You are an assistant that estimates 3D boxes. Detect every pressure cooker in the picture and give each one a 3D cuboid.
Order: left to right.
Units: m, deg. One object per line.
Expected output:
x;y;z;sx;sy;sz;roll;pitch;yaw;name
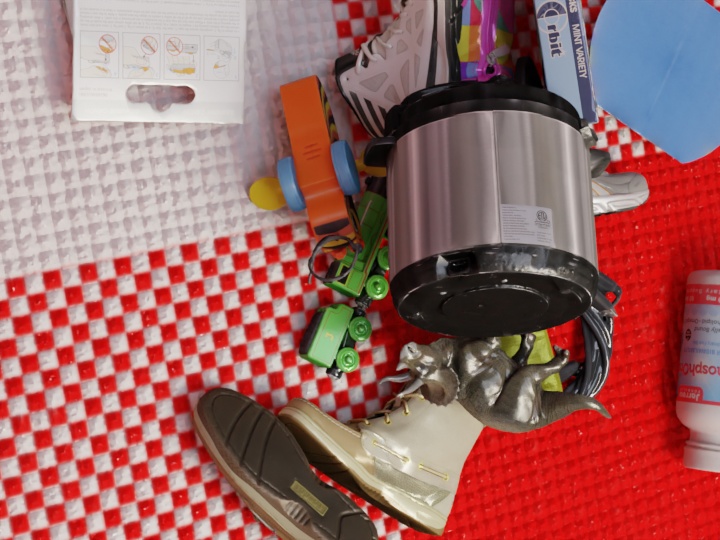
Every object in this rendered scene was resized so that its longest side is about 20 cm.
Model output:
0.108;-0.062;1.161;0.175;0.177;0.203;23;58;-49;pressure cooker

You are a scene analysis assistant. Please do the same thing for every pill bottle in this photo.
0.382;0.105;1.461;0.107;0.108;0.203;8;85;-29;pill bottle

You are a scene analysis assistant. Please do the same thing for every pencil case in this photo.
0.109;-0.260;1.320;0.087;0.088;0.203;2;87;-29;pencil case

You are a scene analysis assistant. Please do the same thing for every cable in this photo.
0.168;0.052;1.377;0.199;0.051;0.165;29;83;-33;cable

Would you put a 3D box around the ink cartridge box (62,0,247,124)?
-0.174;-0.227;1.192;0.160;0.050;0.203;-3;100;-30;ink cartridge box

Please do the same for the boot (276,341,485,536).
0.029;0.128;1.286;0.199;0.072;0.156;37;71;-25;boot

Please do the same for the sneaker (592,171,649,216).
0.198;-0.095;1.380;0.198;0.075;0.093;-7;89;-30;sneaker

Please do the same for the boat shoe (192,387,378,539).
-0.077;0.191;1.225;0.200;0.076;0.072;47;48;2;boat shoe

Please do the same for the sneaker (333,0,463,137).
0.030;-0.204;1.243;0.114;0.076;0.203;4;113;11;sneaker

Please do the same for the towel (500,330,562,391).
0.122;0.024;1.297;0.085;0.018;0.203;-14;84;-10;towel

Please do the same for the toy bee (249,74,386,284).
-0.035;-0.061;1.234;0.109;0.129;0.202;61;37;-59;toy bee

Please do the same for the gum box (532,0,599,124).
0.184;-0.218;1.307;0.044;0.200;0.172;-8;96;8;gum box

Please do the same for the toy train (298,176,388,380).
0.000;0.000;1.287;0.056;0.042;0.202;25;78;-16;toy train

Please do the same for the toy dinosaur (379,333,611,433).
0.121;0.097;1.251;0.198;0.077;0.103;27;90;-10;toy dinosaur

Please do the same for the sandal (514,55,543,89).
0.143;-0.092;1.290;0.075;0.044;0.203;-17;106;-65;sandal

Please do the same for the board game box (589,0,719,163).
0.310;-0.208;1.462;0.199;0.039;0.160;29;81;-21;board game box
